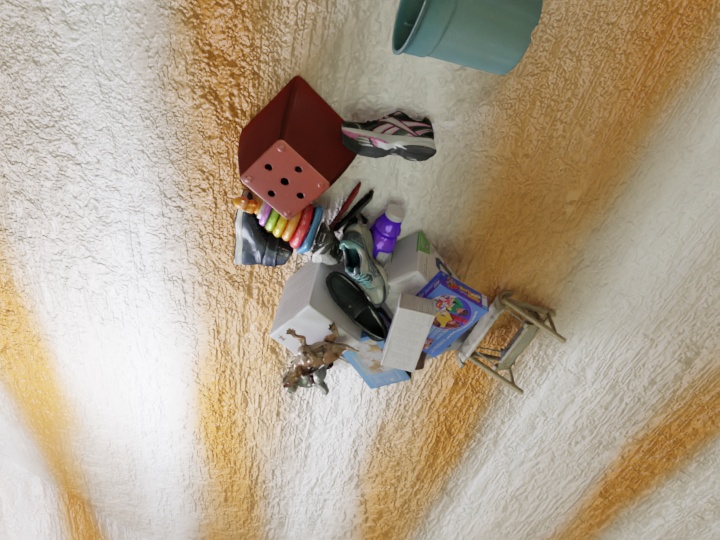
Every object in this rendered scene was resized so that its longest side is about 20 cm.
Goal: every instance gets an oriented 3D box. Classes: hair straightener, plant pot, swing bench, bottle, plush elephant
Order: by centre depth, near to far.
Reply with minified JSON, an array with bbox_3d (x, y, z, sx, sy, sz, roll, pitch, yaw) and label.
[{"bbox_3d":[0.177,-0.427,0.940,0.194,0.202,0.201,13,133,-14],"label":"plant pot"},{"bbox_3d":[-0.137,-0.228,1.166,0.199,0.177,0.199,-33,119,33],"label":"plant pot"},{"bbox_3d":[-0.021,-0.116,1.336,0.076,0.041,0.200,27,130,-14],"label":"hair straightener"},{"bbox_3d":[0.046,-0.067,1.341,0.065,0.084,0.201,12,133,-17],"label":"bottle"},{"bbox_3d":[0.372,0.172,1.450,0.198,0.130,0.200,25,118,-10],"label":"swing bench"},{"bbox_3d":[-0.135,0.288,1.641,0.198,0.164,0.156,23,123,27],"label":"plush elephant"}]

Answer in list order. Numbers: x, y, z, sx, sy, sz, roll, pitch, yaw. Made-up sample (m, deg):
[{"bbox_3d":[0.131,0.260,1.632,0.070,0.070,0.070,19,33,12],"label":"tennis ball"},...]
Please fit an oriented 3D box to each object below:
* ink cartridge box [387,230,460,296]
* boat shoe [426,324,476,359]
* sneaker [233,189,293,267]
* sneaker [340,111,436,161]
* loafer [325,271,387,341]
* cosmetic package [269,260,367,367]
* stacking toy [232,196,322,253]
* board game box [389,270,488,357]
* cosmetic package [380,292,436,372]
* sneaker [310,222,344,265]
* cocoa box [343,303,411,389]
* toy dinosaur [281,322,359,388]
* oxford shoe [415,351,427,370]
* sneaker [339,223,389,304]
[{"bbox_3d":[0.160,0.031,1.366,0.087,0.146,0.200,-24,124,28],"label":"ink cartridge box"},{"bbox_3d":[0.238,0.180,1.540,0.198,0.057,0.069,-18,131,-1],"label":"boat shoe"},{"bbox_3d":[-0.227,-0.095,1.368,0.144,0.077,0.204,8,128,-4],"label":"sneaker"},{"bbox_3d":[0.056,-0.279,1.153,0.197,0.087,0.080,8,162,-11],"label":"sneaker"},{"bbox_3d":[-0.005,0.083,1.334,0.068,0.070,0.201,-41,99,-9],"label":"loafer"},{"bbox_3d":[-0.099,0.097,1.432,0.166,0.201,0.167,37,128,-23],"label":"cosmetic package"},{"bbox_3d":[-0.192,-0.124,1.290,0.198,0.111,0.116,21,168,-14],"label":"stacking toy"},{"bbox_3d":[0.176,0.104,1.299,0.134,0.045,0.200,29,130,-15],"label":"board game box"},{"bbox_3d":[0.105,0.142,1.280,0.082,0.051,0.201,14,132,0],"label":"cosmetic package"},{"bbox_3d":[-0.068,-0.055,1.299,0.078,0.075,0.200,18,171,-2],"label":"sneaker"},{"bbox_3d":[0.043,0.202,1.547,0.132,0.132,0.201,-18,126,24],"label":"cocoa box"},{"bbox_3d":[-0.096,0.199,1.335,0.197,0.086,0.136,-11,138,3],"label":"toy dinosaur"},{"bbox_3d":[0.155,0.160,1.487,0.072,0.071,0.202,15,90,-27],"label":"oxford shoe"},{"bbox_3d":[0.000,0.000,1.298,0.077,0.086,0.202,-8,116,34],"label":"sneaker"}]
